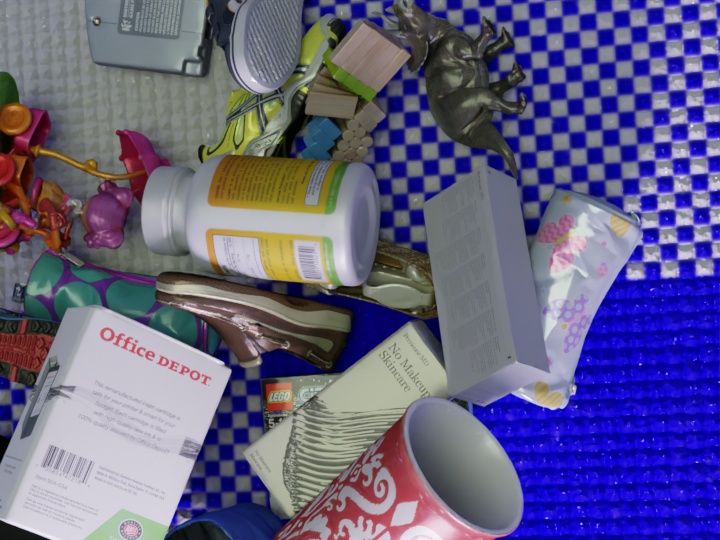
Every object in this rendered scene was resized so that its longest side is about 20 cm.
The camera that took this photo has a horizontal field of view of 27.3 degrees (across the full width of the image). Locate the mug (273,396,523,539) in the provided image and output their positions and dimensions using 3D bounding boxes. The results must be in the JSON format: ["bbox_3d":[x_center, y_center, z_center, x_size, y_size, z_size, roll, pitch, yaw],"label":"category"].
[{"bbox_3d":[0.038,0.220,1.295,0.200,0.177,0.134,-42,60,29],"label":"mug"}]

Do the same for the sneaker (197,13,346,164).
[{"bbox_3d":[-0.085,-0.163,1.415,0.076,0.075,0.200,35,95,10],"label":"sneaker"}]

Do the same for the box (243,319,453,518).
[{"bbox_3d":[-0.003,0.135,1.358,0.200,0.068,0.082,-40,81,9],"label":"box"}]

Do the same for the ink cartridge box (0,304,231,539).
[{"bbox_3d":[-0.225,0.149,1.325,0.145,0.084,0.200,27,76,-24],"label":"ink cartridge box"}]

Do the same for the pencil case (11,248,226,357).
[{"bbox_3d":[-0.228,0.034,1.439,0.200,0.085,0.093,10,111,12],"label":"pencil case"}]

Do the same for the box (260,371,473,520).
[{"bbox_3d":[0.009,0.163,1.410,0.200,0.038,0.137,-5,89,12],"label":"box"}]

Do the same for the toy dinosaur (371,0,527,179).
[{"bbox_3d":[0.099,-0.172,1.386,0.102,0.077,0.200,-25,89,23],"label":"toy dinosaur"}]

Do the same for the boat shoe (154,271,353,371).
[{"bbox_3d":[-0.098,0.053,1.367,0.202,0.075,0.075,14,89,-28],"label":"boat shoe"}]

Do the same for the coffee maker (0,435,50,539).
[{"bbox_3d":[-0.326,0.224,1.413,0.200,0.135,0.192,24,130,0],"label":"coffee maker"}]

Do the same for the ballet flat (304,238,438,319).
[{"bbox_3d":[0.000,0.000,1.394,0.200,0.065,0.071,11,115,14],"label":"ballet flat"}]

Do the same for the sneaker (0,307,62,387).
[{"bbox_3d":[-0.351,0.069,1.393,0.200,0.096,0.079,20,82,-3],"label":"sneaker"}]

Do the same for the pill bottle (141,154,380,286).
[{"bbox_3d":[-0.091,-0.048,1.345,0.200,0.111,0.111,5,91,15],"label":"pill bottle"}]

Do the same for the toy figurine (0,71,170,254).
[{"bbox_3d":[-0.278,-0.078,1.422,0.184,0.150,0.200,12,66,2],"label":"toy figurine"}]

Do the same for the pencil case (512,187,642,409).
[{"bbox_3d":[0.181,0.026,1.350,0.091,0.083,0.200,24,94,25],"label":"pencil case"}]

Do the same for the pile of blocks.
[{"bbox_3d":[-0.021,-0.148,1.378,0.082,0.062,0.200,7,120,-20],"label":"pile of blocks"}]

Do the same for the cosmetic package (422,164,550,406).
[{"bbox_3d":[0.111,0.013,1.327,0.083,0.051,0.200,-33,51,39],"label":"cosmetic package"}]

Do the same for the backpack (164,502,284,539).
[{"bbox_3d":[-0.109,0.320,1.366,0.162,0.168,0.200,-39,79,20],"label":"backpack"}]

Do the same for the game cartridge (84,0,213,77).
[{"bbox_3d":[-0.203,-0.296,1.462,0.133,0.040,0.200,9,91,9],"label":"game cartridge"}]

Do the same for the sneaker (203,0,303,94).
[{"bbox_3d":[-0.102,-0.229,1.385,0.079,0.200,0.078,-21,129,30],"label":"sneaker"}]
